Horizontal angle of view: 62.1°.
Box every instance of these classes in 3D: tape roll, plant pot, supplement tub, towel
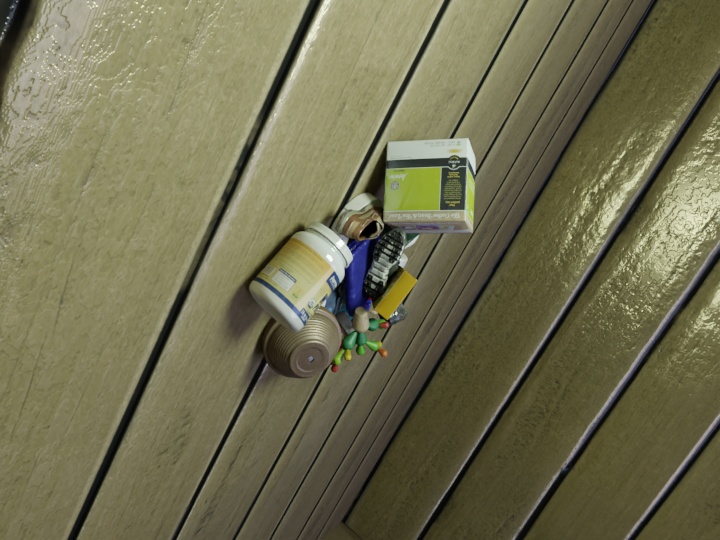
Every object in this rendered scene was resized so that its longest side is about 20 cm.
[{"bbox_3d":[-0.015,-0.098,1.498,0.203,0.037,0.204,-46,157,-26],"label":"tape roll"},{"bbox_3d":[-0.131,0.187,1.435,0.197,0.093,0.204,-10,119,-18],"label":"plant pot"},{"bbox_3d":[-0.123,0.011,1.262,0.201,0.143,0.145,-50,159,-16],"label":"supplement tub"},{"bbox_3d":[0.000,0.000,1.522,0.148,0.049,0.202,-46,146,-39],"label":"towel"}]

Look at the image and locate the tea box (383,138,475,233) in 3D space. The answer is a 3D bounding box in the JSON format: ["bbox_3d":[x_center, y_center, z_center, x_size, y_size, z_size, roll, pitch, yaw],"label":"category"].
[{"bbox_3d":[0.168,-0.197,1.434,0.133,0.196,0.201,28,65,-69],"label":"tea box"}]

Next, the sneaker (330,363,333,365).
[{"bbox_3d":[-0.082,0.165,1.730,0.116,0.077,0.202,-68,168,-51],"label":"sneaker"}]

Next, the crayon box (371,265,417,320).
[{"bbox_3d":[0.085,0.056,1.538,0.128,0.051,0.200,-52,-178,4],"label":"crayon box"}]

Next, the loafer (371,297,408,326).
[{"bbox_3d":[0.068,0.061,1.702,0.071,0.203,0.073,-14,161,-24],"label":"loafer"}]

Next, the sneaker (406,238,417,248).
[{"bbox_3d":[0.109,-0.097,1.730,0.201,0.075,0.088,-52,159,-14],"label":"sneaker"}]

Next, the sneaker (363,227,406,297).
[{"bbox_3d":[0.068,-0.032,1.488,0.091,0.066,0.202,-46,162,-55],"label":"sneaker"}]

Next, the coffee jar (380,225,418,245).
[{"bbox_3d":[0.115,-0.114,1.643,0.200,0.086,0.104,-41,179,-35],"label":"coffee jar"}]

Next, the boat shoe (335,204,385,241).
[{"bbox_3d":[0.018,-0.104,1.408,0.199,0.071,0.077,-23,143,-56],"label":"boat shoe"}]

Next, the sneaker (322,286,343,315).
[{"bbox_3d":[-0.109,0.129,1.559,0.146,0.080,0.203,4,112,-62],"label":"sneaker"}]

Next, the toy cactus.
[{"bbox_3d":[0.003,0.170,1.544,0.198,0.102,0.167,-25,138,-26],"label":"toy cactus"}]

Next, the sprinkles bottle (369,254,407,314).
[{"bbox_3d":[0.073,0.035,1.830,0.068,0.068,0.202,-16,136,-60],"label":"sprinkles bottle"}]

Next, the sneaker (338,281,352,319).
[{"bbox_3d":[-0.027,0.084,1.683,0.077,0.079,0.201,-44,157,-28],"label":"sneaker"}]

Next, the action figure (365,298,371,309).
[{"bbox_3d":[0.022,0.107,1.771,0.064,0.099,0.202,17,114,-24],"label":"action figure"}]

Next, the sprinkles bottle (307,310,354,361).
[{"bbox_3d":[-0.109,0.190,1.597,0.199,0.069,0.068,-35,156,-8],"label":"sprinkles bottle"}]
